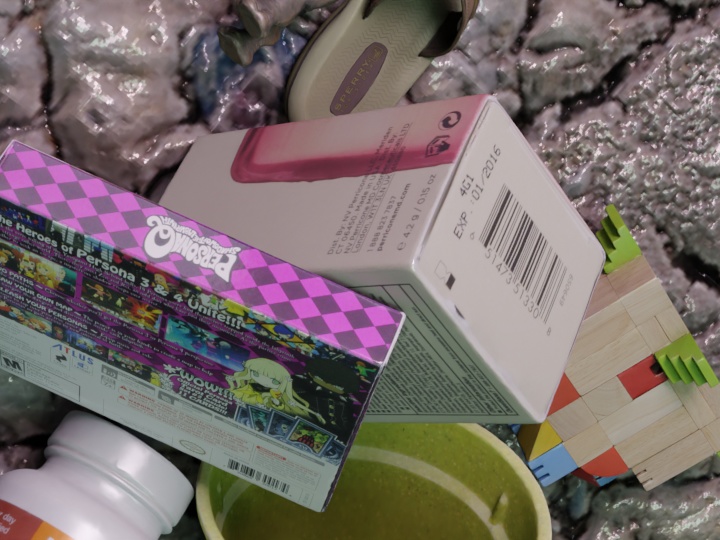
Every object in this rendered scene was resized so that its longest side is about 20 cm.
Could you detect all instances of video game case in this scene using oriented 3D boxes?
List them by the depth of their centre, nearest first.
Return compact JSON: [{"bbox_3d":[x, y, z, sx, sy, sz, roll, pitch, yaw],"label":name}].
[{"bbox_3d":[-0.089,0.034,0.855,0.199,0.036,0.181,24,150,3],"label":"video game case"}]

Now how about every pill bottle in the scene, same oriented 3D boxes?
[{"bbox_3d":[-0.176,0.180,0.931,0.112,0.112,0.200,48,64,-36],"label":"pill bottle"}]

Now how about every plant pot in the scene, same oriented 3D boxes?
[{"bbox_3d":[-0.006,0.202,1.017,0.200,0.201,0.185,-5,127,-22],"label":"plant pot"}]

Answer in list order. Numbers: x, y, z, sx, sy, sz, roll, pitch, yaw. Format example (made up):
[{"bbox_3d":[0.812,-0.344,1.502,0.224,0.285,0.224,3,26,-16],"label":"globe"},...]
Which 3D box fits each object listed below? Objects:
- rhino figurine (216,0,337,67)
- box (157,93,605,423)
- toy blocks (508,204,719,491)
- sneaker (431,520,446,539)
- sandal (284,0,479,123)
[{"bbox_3d":[-0.057,-0.201,0.839,0.087,0.060,0.200,-40,127,-24],"label":"rhino figurine"},{"bbox_3d":[0.000,0.000,0.881,0.128,0.200,0.109,49,53,-36],"label":"box"},{"bbox_3d":[0.145,0.074,1.078,0.136,0.100,0.200,-31,125,8],"label":"toy blocks"},{"bbox_3d":[0.061,0.235,1.116,0.078,0.075,0.201,-21,115,-23],"label":"sneaker"},{"bbox_3d":[0.033,-0.142,0.916,0.080,0.057,0.201,20,107,-32],"label":"sandal"}]
